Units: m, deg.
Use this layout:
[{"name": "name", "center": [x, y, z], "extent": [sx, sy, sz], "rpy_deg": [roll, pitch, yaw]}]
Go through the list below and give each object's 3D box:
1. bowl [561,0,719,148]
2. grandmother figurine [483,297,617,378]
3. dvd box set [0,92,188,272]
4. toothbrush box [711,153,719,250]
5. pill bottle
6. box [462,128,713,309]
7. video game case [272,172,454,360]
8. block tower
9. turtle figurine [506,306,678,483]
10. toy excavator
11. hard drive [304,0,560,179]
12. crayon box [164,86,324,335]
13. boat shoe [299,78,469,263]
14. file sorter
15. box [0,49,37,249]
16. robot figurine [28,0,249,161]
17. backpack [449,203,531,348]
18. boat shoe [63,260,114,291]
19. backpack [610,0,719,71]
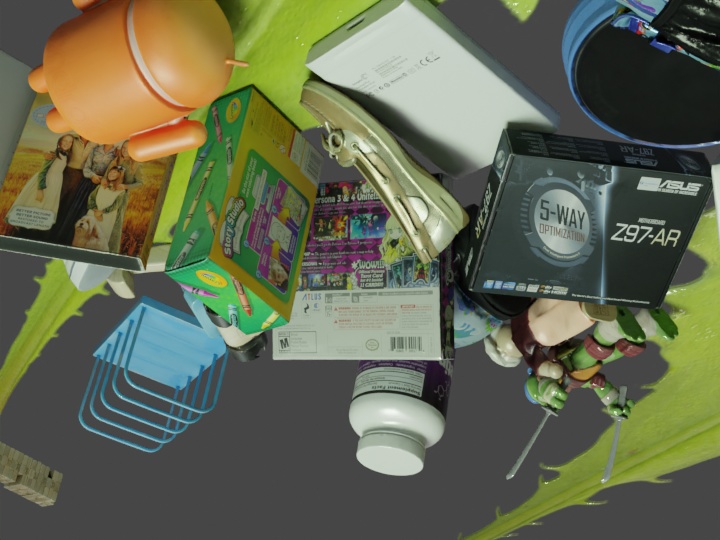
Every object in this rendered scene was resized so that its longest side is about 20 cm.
[{"name": "bowl", "center": [0.265, -0.172, 0.970], "extent": [0.198, 0.040, 0.201], "rpy_deg": [9, 149, 5]}, {"name": "grandmother figurine", "center": [0.201, 0.061, 1.295], "extent": [0.060, 0.122, 0.200], "rpy_deg": [10, 156, -25]}, {"name": "dvd box set", "center": [-0.246, -0.101, 1.093], "extent": [0.145, 0.202, 0.029], "rpy_deg": [10, 151, 3]}, {"name": "toothbrush box", "center": [0.415, -0.038, 1.023], "extent": [0.198, 0.085, 0.148], "rpy_deg": [-6, 101, 24]}, {"name": "pill bottle", "center": [0.050, 0.128, 1.364], "extent": [0.111, 0.202, 0.113], "rpy_deg": [8, 149, 5]}, {"name": "box", "center": [0.211, -0.045, 1.107], "extent": [0.198, 0.044, 0.161], "rpy_deg": [6, 129, -10]}, {"name": "video game case", "center": [0.000, 0.000, 1.190], "extent": [0.198, 0.183, 0.036], "rpy_deg": [-3, 176, 30]}, {"name": "block tower", "center": [-0.613, 0.350, 2.071], "extent": [0.054, 0.058, 0.200], "rpy_deg": [-15, 141, 36]}, {"name": "turtle figurine", "center": [0.270, 0.134, 1.326], "extent": [0.143, 0.201, 0.194], "rpy_deg": [26, 130, -16]}, {"name": "toy excavator", "center": [-0.179, 0.010, 1.360], "extent": [0.194, 0.200, 0.100], "rpy_deg": [-33, 144, -8]}, {"name": "hard drive", "center": [0.066, -0.163, 1.062], "extent": [0.199, 0.027, 0.131], "rpy_deg": [34, 142, -31]}, {"name": "crayon box", "center": [-0.106, -0.057, 1.118], "extent": [0.058, 0.202, 0.119], "rpy_deg": [-14, 140, 34]}, {"name": "boat shoe", "center": [0.012, -0.094, 1.094], "extent": [0.201, 0.063, 0.073], "rpy_deg": [43, 179, -12]}, {"name": "file sorter", "center": [-0.276, 0.146, 1.574], "extent": [0.138, 0.124, 0.200], "rpy_deg": [24, 146, -21]}, {"name": "box", "center": [-0.420, -0.123, 1.115], "extent": [0.199, 0.200, 0.130], "rpy_deg": [30, 144, -28]}, {"name": "robot figurine", "center": [-0.192, -0.180, 1.024], "extent": [0.199, 0.145, 0.116], "rpy_deg": [-17, 153, 28]}, {"name": "backpack", "center": [0.063, 0.017, 1.260], "extent": [0.199, 0.155, 0.163], "rpy_deg": [3, 156, 35]}, {"name": "boat shoe", "center": [-0.288, -0.060, 1.297], "extent": [0.065, 0.073, 0.200], "rpy_deg": [49, 127, 15]}, {"name": "backpack", "center": [0.214, -0.237, 0.761], "extent": [0.199, 0.184, 0.135], "rpy_deg": [24, 166, 6]}]
